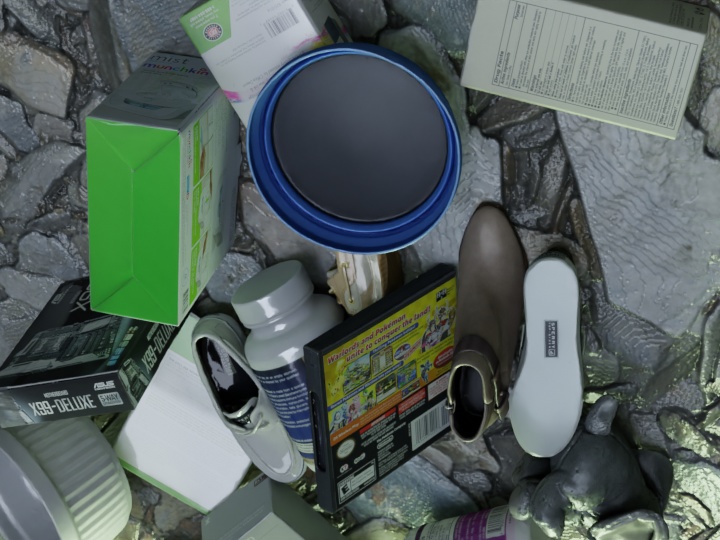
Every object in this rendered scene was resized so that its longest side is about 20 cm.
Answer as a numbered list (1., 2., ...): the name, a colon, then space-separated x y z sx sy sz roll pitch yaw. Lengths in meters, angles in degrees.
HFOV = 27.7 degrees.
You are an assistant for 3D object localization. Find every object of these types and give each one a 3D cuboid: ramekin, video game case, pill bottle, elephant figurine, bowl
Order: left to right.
1. ramekin: -0.341 0.234 1.610 0.199 0.105 0.202 33 140 32
2. pill bottle: -0.050 0.095 1.483 0.110 0.111 0.201 -19 111 25
3. bowl: -0.004 -0.112 1.322 0.198 0.039 0.203 6 120 10
4. video game case: 0.027 0.113 1.428 0.025 0.199 0.183 21 127 39
5. pill bottle: 0.111 0.319 1.555 0.198 0.113 0.113 -18 111 25
6. elephant figurine: 0.260 0.238 1.472 0.199 0.142 0.155 34 163 -12

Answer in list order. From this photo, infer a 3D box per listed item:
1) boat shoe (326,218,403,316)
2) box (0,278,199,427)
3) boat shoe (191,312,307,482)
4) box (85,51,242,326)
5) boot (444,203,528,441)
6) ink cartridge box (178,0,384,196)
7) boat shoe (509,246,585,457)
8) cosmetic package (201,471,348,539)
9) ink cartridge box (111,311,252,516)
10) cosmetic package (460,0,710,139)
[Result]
1. boat shoe: 0.000 0.000 1.445 0.068 0.074 0.203 1 109 19
2. box: -0.269 0.073 1.485 0.156 0.201 0.050 -9 119 21
3. boat shoe: -0.117 0.140 1.519 0.071 0.066 0.202 -21 103 13
4. box: -0.183 -0.081 1.390 0.095 0.177 0.202 9 120 9
5. boot: 0.116 0.057 1.392 0.069 0.146 0.202 1 117 17
6. ink cartridge box: -0.063 -0.184 1.362 0.116 0.067 0.201 -24 108 24
7. boat shoe: 0.187 0.079 1.411 0.070 0.064 0.203 7 104 14
8. cosmetic package: -0.072 0.323 1.593 0.107 0.090 0.200 -40 118 13
9. ink cartridge box: -0.169 0.154 1.590 0.145 0.048 0.201 30 106 -1
10. cosmetic package: 0.196 -0.196 1.277 0.198 0.071 0.106 17 122 7
